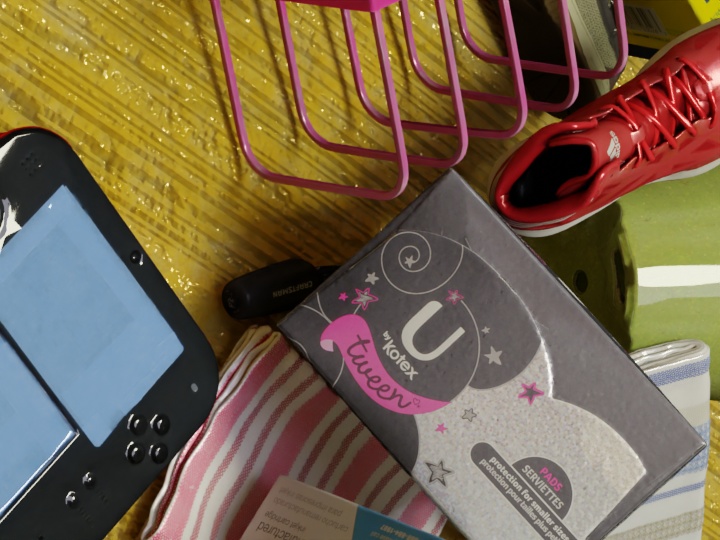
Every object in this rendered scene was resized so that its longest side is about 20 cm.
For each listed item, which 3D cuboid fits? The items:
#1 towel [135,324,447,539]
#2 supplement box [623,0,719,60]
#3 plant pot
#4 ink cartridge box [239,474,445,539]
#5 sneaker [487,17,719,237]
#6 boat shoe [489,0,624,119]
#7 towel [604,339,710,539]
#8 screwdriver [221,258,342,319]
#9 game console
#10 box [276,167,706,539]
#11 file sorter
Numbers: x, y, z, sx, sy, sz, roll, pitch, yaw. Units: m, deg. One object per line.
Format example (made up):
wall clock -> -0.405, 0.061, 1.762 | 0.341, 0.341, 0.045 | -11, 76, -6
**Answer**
towel -> -0.029, 0.140, 1.416 | 0.200, 0.030, 0.146 | 44, 63, -36
supplement box -> 0.184, -0.232, 1.544 | 0.109, 0.109, 0.200 | -46, 122, -17
plant pot -> 0.203, 0.005, 1.550 | 0.190, 0.200, 0.200 | -3, 93, -31
ink cartridge box -> -0.009, 0.241, 1.336 | 0.146, 0.147, 0.200 | 42, 73, -37
sneaker -> 0.161, -0.075, 1.406 | 0.200, 0.116, 0.078 | -35, 92, 7
boat shoe -> 0.109, -0.187, 1.520 | 0.065, 0.073, 0.200 | -47, 130, -40
towel -> 0.138, 0.135, 1.498 | 0.147, 0.024, 0.200 | -15, 128, -16
screwdriver -> 0.000, 0.000, 1.442 | 0.200, 0.028, 0.029 | -11, 70, -42
game console -> -0.168, 0.047, 1.280 | 0.177, 0.031, 0.200 | -52, 123, -30
box -> 0.071, 0.063, 1.362 | 0.132, 0.115, 0.200 | -42, 82, 2
file sorter -> 0.034, -0.134, 1.389 | 0.200, 0.139, 0.126 | -29, 119, -38
